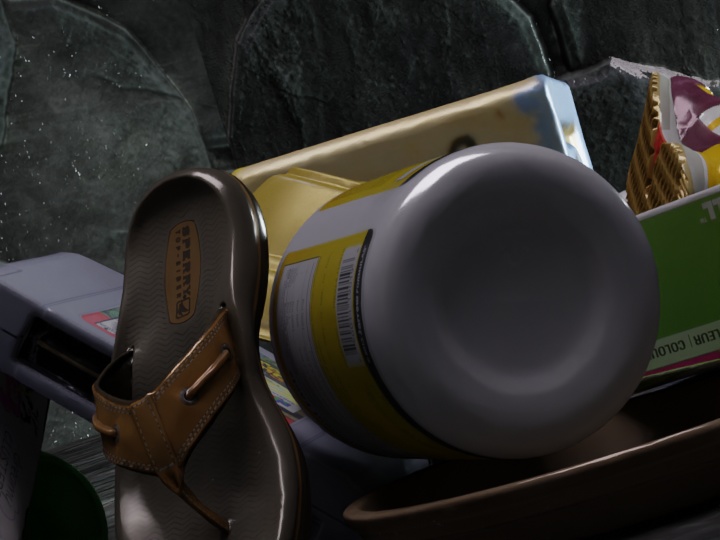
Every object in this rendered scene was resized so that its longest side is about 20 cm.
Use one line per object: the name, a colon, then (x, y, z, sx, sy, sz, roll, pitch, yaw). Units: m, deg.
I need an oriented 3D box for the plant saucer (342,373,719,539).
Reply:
plant saucer: (0.092, 0.071, 0.929, 0.199, 0.030, 0.200, -17, 0, 0)

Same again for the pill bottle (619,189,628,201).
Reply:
pill bottle: (0.205, -0.006, 1.462, 0.109, 0.110, 0.200, -17, 0, 28)

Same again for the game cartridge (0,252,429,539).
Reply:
game cartridge: (-0.068, 0.051, 1.060, 0.041, 0.200, 0.133, -62, -9, 6)

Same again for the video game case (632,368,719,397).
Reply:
video game case: (0.230, 0.033, 1.136, 0.199, 0.019, 0.143, -18, 0, -15)

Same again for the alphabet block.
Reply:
alphabet block: (0.054, 0.000, 1.564, 0.199, 0.196, 0.196, -16, -2, 9)

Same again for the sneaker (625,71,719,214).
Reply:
sneaker: (0.191, -0.047, 1.299, 0.090, 0.075, 0.200, 9, 22, -3)

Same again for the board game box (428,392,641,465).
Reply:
board game box: (0.043, 0.089, 1.243, 0.200, 0.024, 0.105, -17, 1, -22)

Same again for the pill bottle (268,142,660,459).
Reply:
pill bottle: (0.028, 0.016, 0.967, 0.112, 0.112, 0.200, -17, 1, -17)

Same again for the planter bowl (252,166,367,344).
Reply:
planter bowl: (0.000, 0.000, 1.220, 0.200, 0.084, 0.200, 15, 0, 0)

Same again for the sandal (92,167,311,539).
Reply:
sandal: (-0.066, 0.042, 0.946, 0.082, 0.201, 0.055, -18, -33, 25)

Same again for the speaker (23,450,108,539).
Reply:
speaker: (-0.193, 0.131, 1.189, 0.088, 0.089, 0.200, -17, 0, -32)

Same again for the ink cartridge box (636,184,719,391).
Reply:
ink cartridge box: (0.128, 0.010, 1.070, 0.200, 0.076, 0.148, -12, -6, -41)

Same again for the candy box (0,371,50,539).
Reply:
candy box: (-0.235, 0.101, 1.074, 0.200, 0.072, 0.168, -28, 26, 15)
